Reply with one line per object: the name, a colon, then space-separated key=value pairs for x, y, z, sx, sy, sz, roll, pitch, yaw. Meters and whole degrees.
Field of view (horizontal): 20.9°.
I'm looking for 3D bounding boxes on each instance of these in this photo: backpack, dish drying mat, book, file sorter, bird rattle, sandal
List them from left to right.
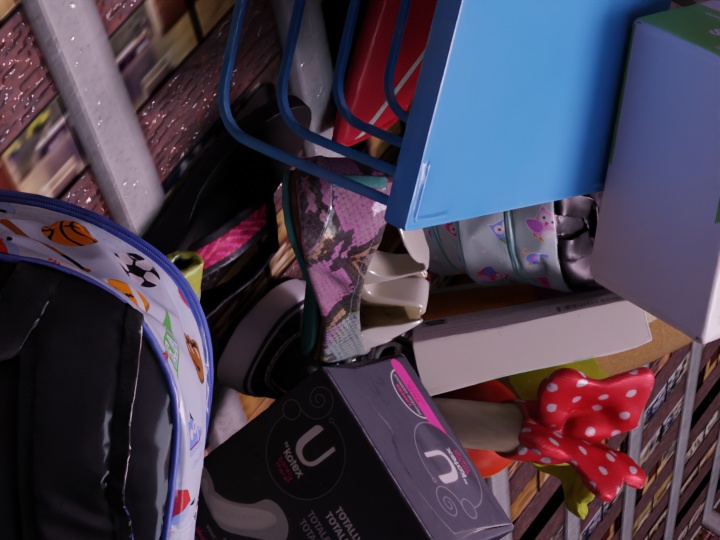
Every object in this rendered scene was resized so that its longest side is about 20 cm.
backpack: x=-0.139 y=0.066 z=0.735 sx=0.154 sy=0.200 sz=0.191 roll=-87 pitch=-169 yaw=-65
sandal: x=-0.080 y=0.002 z=0.965 sx=0.200 sy=0.045 sz=0.075 roll=-53 pitch=158 yaw=-11
dish drying mat: x=0.032 y=-0.158 z=1.027 sx=0.077 sy=0.018 sz=0.200 roll=-29 pitch=146 yaw=-51
file sorter: x=0.044 y=-0.114 z=0.923 sx=0.200 sy=0.123 sz=0.139 roll=-13 pitch=121 yaw=-55
bird rattle: x=0.092 y=0.103 z=1.180 sx=0.200 sy=0.163 sz=0.113 roll=-11 pitch=103 yaw=-82
book: x=0.101 y=0.031 z=1.197 sx=0.200 sy=0.133 sz=0.048 roll=-57 pitch=134 yaw=-85
backpack: x=0.117 y=-0.059 z=1.191 sx=0.200 sy=0.126 sz=0.167 roll=-41 pitch=124 yaw=-55

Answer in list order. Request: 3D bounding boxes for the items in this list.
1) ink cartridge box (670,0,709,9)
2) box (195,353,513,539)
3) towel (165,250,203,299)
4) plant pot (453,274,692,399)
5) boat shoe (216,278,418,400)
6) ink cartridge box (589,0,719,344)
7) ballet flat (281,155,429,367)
ink cartridge box: x=0.196 y=-0.198 z=1.080 sx=0.117 sy=0.200 sz=0.067 roll=-55 pitch=160 yaw=-7
box: x=-0.037 y=0.152 z=1.083 sx=0.200 sy=0.122 sz=0.106 roll=-38 pitch=165 yaw=23
towel: x=-0.133 y=0.078 z=0.939 sx=0.144 sy=0.023 sz=0.200 roll=-30 pitch=152 yaw=-24
plant pot: x=0.162 y=0.001 z=1.372 sx=0.200 sy=0.186 sz=0.186 roll=-37 pitch=155 yaw=-15
boat shoe: x=-0.017 y=0.055 z=1.159 sx=0.074 sy=0.068 sz=0.199 roll=-59 pitch=160 yaw=5
ink cartridge box: x=0.223 y=-0.065 z=0.997 sx=0.200 sy=0.084 sz=0.146 roll=-17 pitch=126 yaw=-36
ballet flat: x=0.000 y=0.000 z=1.002 sx=0.200 sy=0.071 sz=0.069 roll=87 pitch=3 yaw=-66
